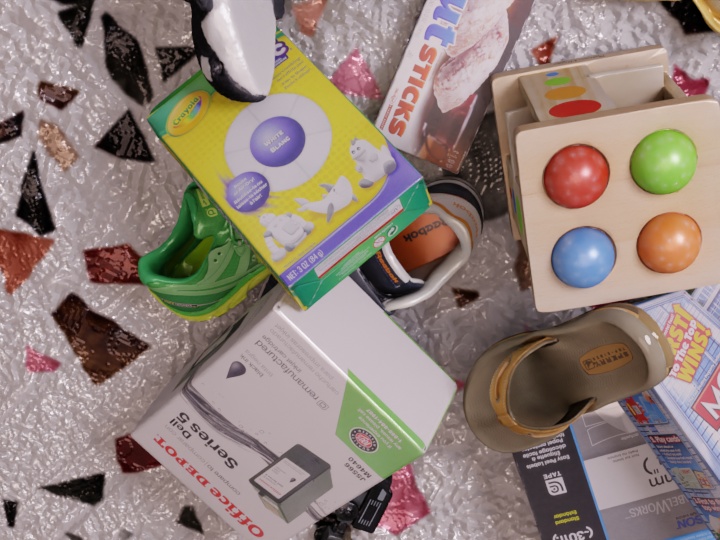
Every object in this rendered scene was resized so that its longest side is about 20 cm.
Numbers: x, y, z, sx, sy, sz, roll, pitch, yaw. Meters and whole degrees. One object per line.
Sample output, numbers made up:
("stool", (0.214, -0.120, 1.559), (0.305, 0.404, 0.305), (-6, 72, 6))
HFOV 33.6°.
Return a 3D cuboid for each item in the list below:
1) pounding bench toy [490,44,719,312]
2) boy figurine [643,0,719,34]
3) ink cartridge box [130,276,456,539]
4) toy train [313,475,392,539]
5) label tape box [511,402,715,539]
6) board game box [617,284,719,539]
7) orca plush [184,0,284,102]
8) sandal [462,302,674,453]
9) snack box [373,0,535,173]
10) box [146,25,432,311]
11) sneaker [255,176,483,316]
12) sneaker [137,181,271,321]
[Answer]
("pounding bench toy", (0.199, -0.068, 0.792), (0.198, 0.156, 0.125), (-10, 114, 3))
("boy figurine", (0.198, -0.222, 0.791), (0.200, 0.065, 0.124), (36, 127, -19))
("ink cartridge box", (-0.052, 0.103, 0.880), (0.145, 0.084, 0.200), (44, 128, -8))
("toy train", (-0.024, 0.243, 0.984), (0.046, 0.034, 0.201), (21, 107, -15))
("label tape box", (0.205, 0.170, 0.923), (0.143, 0.063, 0.201), (-17, 104, 11))
("board game box", (0.253, 0.060, 0.834), (0.200, 0.062, 0.200), (40, 71, -9))
("orca plush", (-0.111, -0.208, 0.786), (0.071, 0.105, 0.201), (-7, 112, 27))
("sandal", (0.126, 0.081, 0.806), (0.080, 0.054, 0.200), (52, 143, -2))
("snack box", (0.077, -0.174, 0.848), (0.071, 0.024, 0.201), (22, 108, -4))
("box", (-0.057, -0.084, 0.815), (0.117, 0.048, 0.200), (-40, 63, -6))
("sneaker", (0.000, 0.000, 0.882), (0.199, 0.079, 0.079), (-34, 103, 15))
("sneaker", (-0.082, -0.038, 0.867), (0.200, 0.074, 0.083), (-43, 141, 15))
